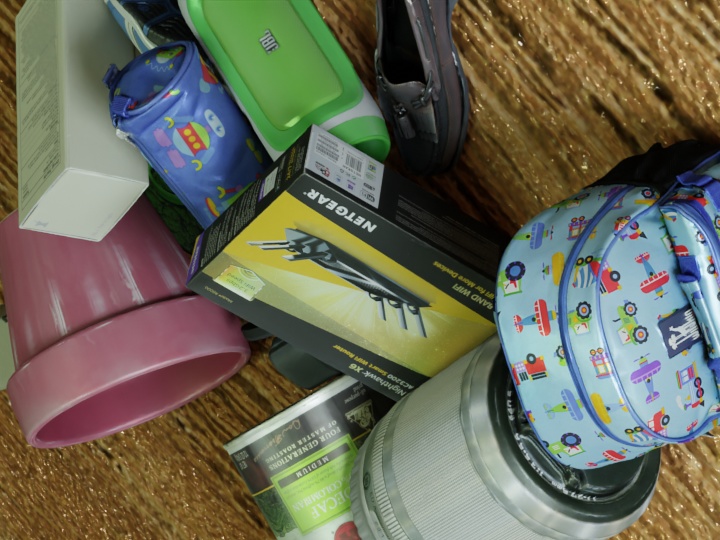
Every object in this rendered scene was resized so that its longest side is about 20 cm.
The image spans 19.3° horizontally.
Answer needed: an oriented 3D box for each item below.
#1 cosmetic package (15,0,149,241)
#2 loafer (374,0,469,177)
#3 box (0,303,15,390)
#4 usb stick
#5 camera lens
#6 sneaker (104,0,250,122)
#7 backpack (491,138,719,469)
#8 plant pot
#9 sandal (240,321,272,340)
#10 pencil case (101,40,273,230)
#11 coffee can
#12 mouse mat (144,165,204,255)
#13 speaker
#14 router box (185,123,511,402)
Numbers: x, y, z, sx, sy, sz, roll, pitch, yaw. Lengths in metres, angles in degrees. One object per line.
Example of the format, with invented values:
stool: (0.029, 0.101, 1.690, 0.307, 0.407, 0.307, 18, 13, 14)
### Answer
cosmetic package: (-0.223, -0.137, 1.676, 0.104, 0.073, 0.201, -40, 48, 49)
loafer: (0.032, -0.154, 1.482, 0.072, 0.063, 0.201, 22, 126, 38)
box: (-0.292, 0.060, 1.928, 0.200, 0.082, 0.069, -14, 102, 48)
usb stick: (-0.004, 0.044, 1.650, 0.055, 0.033, 0.200, 44, 140, -12)
camera lens: (0.102, 0.137, 1.499, 0.160, 0.160, 0.200, 57, 139, 5)
sneaker: (-0.131, -0.158, 1.639, 0.200, 0.076, 0.077, 44, 136, 19)
backpack: (0.184, 0.026, 1.321, 0.134, 0.200, 0.183, -6, 107, 47)
plant pot: (-0.213, 0.027, 1.752, 0.200, 0.200, 0.180, -37, 71, 49)
sandal: (-0.024, -0.001, 1.623, 0.200, 0.075, 0.045, -32, 93, 42)
pencil case: (-0.111, -0.079, 1.574, 0.200, 0.087, 0.078, 54, 168, -32)
coffee can: (0.004, 0.186, 1.639, 0.146, 0.146, 0.200, -33, 87, 50)
mouse mat: (-0.185, -0.102, 1.782, 0.200, 0.008, 0.161, 23, 127, 35)
speaker: (-0.058, -0.152, 1.542, 0.200, 0.088, 0.089, 57, 141, 21)
router box: (0.000, 0.000, 1.512, 0.200, 0.052, 0.157, 29, 135, -21)
